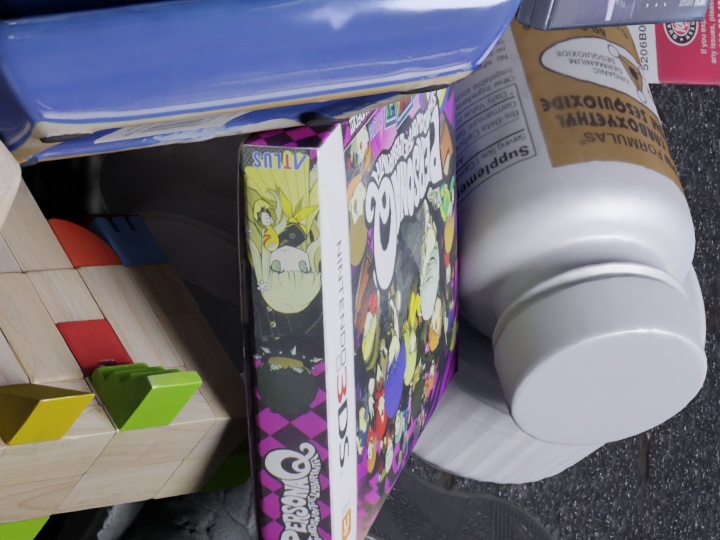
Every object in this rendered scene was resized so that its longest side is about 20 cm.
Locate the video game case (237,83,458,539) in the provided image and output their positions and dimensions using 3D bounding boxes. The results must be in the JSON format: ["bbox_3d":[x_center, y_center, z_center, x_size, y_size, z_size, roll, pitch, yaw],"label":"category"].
[{"bbox_3d":[0.000,0.000,0.981,0.200,0.036,0.182,-55,147,-62],"label":"video game case"}]

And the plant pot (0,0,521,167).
[{"bbox_3d":[-0.063,-0.133,0.796,0.199,0.200,0.181,-10,91,-18],"label":"plant pot"}]

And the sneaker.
[{"bbox_3d":[-0.004,0.148,1.183,0.200,0.121,0.084,26,31,-39],"label":"sneaker"}]

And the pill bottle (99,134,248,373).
[{"bbox_3d":[-0.047,-0.058,1.072,0.112,0.112,0.201,58,44,-47],"label":"pill bottle"}]

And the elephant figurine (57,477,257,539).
[{"bbox_3d":[-0.074,0.116,1.019,0.141,0.155,0.201,41,62,-49],"label":"elephant figurine"}]

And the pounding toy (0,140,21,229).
[{"bbox_3d":[-0.213,0.009,0.693,0.142,0.183,0.201,56,46,-48],"label":"pounding toy"}]

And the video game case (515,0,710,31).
[{"bbox_3d":[0.133,-0.180,1.099,0.200,0.019,0.144,-13,120,-61],"label":"video game case"}]

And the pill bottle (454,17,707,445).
[{"bbox_3d":[0.089,-0.028,1.116,0.114,0.114,0.201,50,22,-52],"label":"pill bottle"}]

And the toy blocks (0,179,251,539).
[{"bbox_3d":[-0.134,0.022,0.916,0.199,0.100,0.137,-4,52,-47],"label":"toy blocks"}]

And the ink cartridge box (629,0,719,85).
[{"bbox_3d":[0.119,-0.174,1.283,0.083,0.199,0.146,-25,114,-54],"label":"ink cartridge box"}]

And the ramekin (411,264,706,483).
[{"bbox_3d":[0.065,0.014,1.221,0.202,0.094,0.203,20,45,-21],"label":"ramekin"}]
